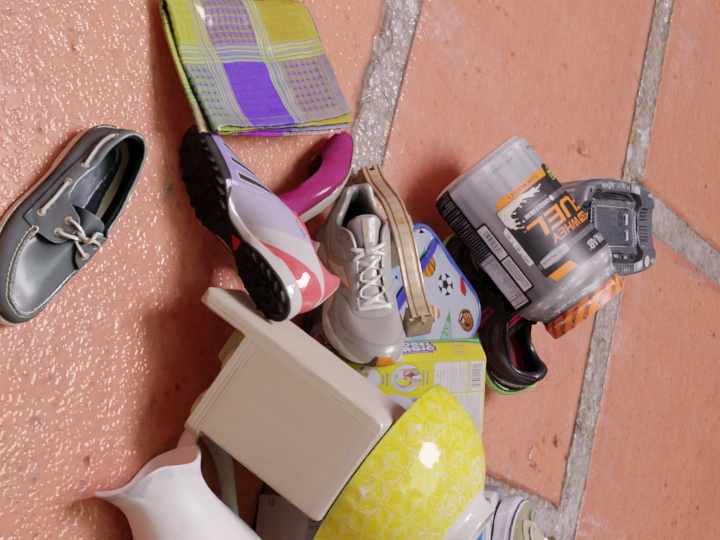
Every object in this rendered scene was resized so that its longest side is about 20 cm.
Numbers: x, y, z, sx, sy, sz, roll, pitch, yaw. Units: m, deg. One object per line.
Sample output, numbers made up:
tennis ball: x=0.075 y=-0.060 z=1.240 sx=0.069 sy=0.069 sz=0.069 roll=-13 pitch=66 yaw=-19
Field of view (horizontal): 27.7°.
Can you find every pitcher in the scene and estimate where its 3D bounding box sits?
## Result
pitcher: x=-0.131 y=0.244 z=1.280 sx=0.200 sy=0.121 sz=0.172 roll=65 pitch=29 yaw=-8

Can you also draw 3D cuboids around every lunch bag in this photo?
lunch bag: x=0.036 y=0.057 z=1.502 sx=0.160 sy=0.075 sz=0.200 roll=56 pitch=49 yaw=-28

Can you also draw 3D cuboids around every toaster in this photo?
toaster: x=0.249 y=-0.047 z=1.708 sx=0.200 sy=0.129 sz=0.114 roll=-1 pitch=88 yaw=-49

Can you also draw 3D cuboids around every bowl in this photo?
bowl: x=0.055 y=0.212 z=1.305 sx=0.200 sy=0.108 sz=0.200 roll=-51 pitch=167 yaw=-17

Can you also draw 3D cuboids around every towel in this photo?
towel: x=-0.095 y=-0.194 z=1.369 sx=0.200 sy=0.023 sz=0.144 roll=-8 pitch=75 yaw=-50

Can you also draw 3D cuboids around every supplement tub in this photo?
supplement tub: x=0.184 y=-0.033 z=1.560 sx=0.200 sy=0.123 sz=0.122 roll=51 pitch=46 yaw=2

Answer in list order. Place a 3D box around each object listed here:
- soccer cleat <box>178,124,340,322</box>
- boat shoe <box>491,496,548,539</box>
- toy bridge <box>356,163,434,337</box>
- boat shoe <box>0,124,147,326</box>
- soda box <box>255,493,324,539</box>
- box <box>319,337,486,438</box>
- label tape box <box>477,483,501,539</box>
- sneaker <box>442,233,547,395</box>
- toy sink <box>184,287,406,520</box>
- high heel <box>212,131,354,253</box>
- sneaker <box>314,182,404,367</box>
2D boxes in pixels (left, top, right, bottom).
soccer cleat: x=-0.094 y=-0.048 z=1.316 sx=0.073 sy=0.068 sz=0.200 roll=-21 pitch=73 yaw=-37
boat shoe: x=0.161 y=0.288 z=1.440 sx=0.200 sy=0.062 sz=0.072 roll=-62 pitch=151 yaw=-66
toy bridge: x=0.036 y=-0.029 z=1.440 sx=0.027 sy=0.067 sz=0.200 roll=-10 pitch=55 yaw=-12
boat shoe: x=-0.239 y=-0.041 z=1.198 sx=0.073 sy=0.062 sz=0.200 roll=50 pitch=53 yaw=-35
soda box: x=-0.062 y=0.314 z=1.377 sx=0.064 sy=0.068 sz=0.201 roll=17 pitch=76 yaw=-48
box: x=0.018 y=0.129 z=1.410 sx=0.199 sy=0.048 sz=0.118 roll=-2 pitch=114 yaw=-8
label tape box: x=0.110 y=0.295 z=1.508 sx=0.200 sy=0.063 sz=0.145 roll=-3 pitch=95 yaw=-78
sneaker: x=0.151 y=0.043 z=1.618 sx=0.077 sy=0.084 sz=0.200 roll=-42 pitch=109 yaw=-41
toy sink: x=-0.073 y=0.119 z=1.296 sx=0.112 sy=0.200 sz=0.130 roll=-54 pitch=168 yaw=5
high heel: x=-0.069 y=-0.082 z=1.409 sx=0.096 sy=0.067 sz=0.200 roll=28 pitch=45 yaw=-9
sneaker: x=0.000 y=0.000 z=1.389 sx=0.075 sy=0.092 sz=0.200 roll=-2 pitch=48 yaw=-17
